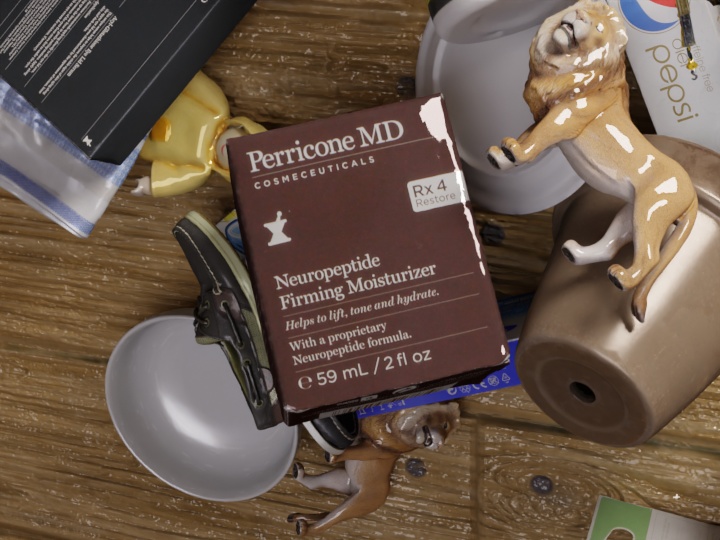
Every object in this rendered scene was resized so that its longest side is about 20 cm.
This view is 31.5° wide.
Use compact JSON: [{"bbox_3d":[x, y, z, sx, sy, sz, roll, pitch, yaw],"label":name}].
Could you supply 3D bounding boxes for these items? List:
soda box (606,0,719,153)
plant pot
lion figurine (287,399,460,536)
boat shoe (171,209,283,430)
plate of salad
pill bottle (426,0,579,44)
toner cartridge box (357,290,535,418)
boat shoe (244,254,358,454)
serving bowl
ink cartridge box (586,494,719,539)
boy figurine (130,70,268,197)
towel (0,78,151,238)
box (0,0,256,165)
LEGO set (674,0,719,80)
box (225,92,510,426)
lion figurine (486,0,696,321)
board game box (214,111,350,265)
[{"bbox_3d":[0.230,-0.176,0.931,0.068,0.064,0.201,-17,109,27],"label":"soda box"},{"bbox_3d":[0.204,0.030,0.936,0.200,0.175,0.201,28,147,20],"label":"plant pot"},{"bbox_3d":[0.009,0.178,1.188,0.122,0.073,0.200,-1,143,-25],"label":"lion figurine"},{"bbox_3d":[-0.113,0.045,1.102,0.201,0.066,0.072,59,164,-2],"label":"boat shoe"},{"bbox_3d":[0.122,-0.144,0.974,0.199,0.048,0.201,6,99,45],"label":"plate of salad"},{"bbox_3d":[0.078,-0.270,0.883,0.114,0.114,0.201,-20,83,28],"label":"pill bottle"},{"bbox_3d":[0.065,0.075,1.100,0.199,0.095,0.043,-15,109,26],"label":"toner cartridge box"},{"bbox_3d":[-0.037,0.052,1.064,0.060,0.074,0.201,-27,67,17],"label":"boat shoe"},{"bbox_3d":[-0.141,0.119,1.217,0.199,0.066,0.201,8,118,16],"label":"serving bowl"},{"bbox_3d":[0.287,0.272,1.081,0.199,0.146,0.048,10,119,16],"label":"ink cartridge box"},{"bbox_3d":[-0.161,-0.117,1.099,0.199,0.064,0.125,23,96,14],"label":"boy figurine"},{"bbox_3d":[-0.241,-0.144,1.075,0.147,0.024,0.201,33,97,11],"label":"towel"},{"bbox_3d":[-0.190,-0.206,1.015,0.141,0.079,0.200,42,96,8],"label":"box"},{"bbox_3d":[0.285,-0.169,0.871,0.154,0.116,0.200,-41,104,-5],"label":"LEGO set"},{"bbox_3d":[0.000,0.000,0.957,0.165,0.164,0.201,-13,81,-5],"label":"box"},{"bbox_3d":[0.169,-0.077,0.860,0.122,0.072,0.200,-36,88,-10],"label":"lion figurine"},{"bbox_3d":[-0.039,-0.027,1.124,0.200,0.034,0.135,-37,98,31],"label":"board game box"}]
